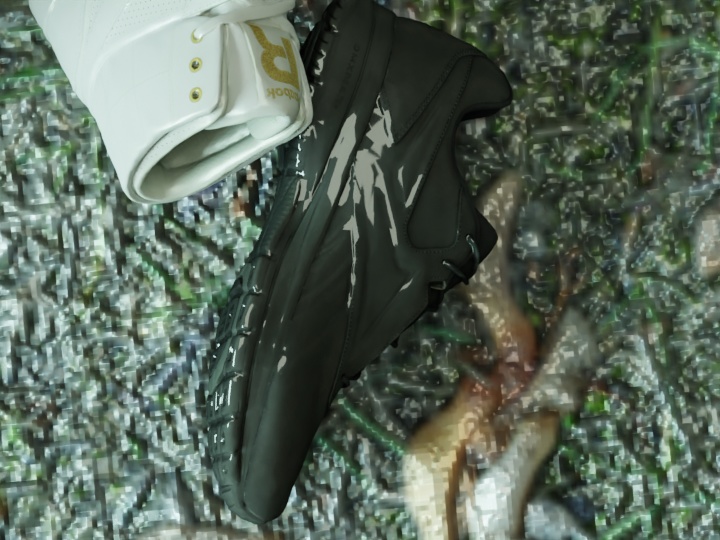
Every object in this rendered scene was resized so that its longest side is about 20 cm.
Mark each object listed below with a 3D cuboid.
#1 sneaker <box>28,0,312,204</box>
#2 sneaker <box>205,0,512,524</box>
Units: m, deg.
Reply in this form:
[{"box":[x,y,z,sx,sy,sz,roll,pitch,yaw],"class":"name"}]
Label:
[{"box":[-0.031,-0.109,0.866,0.200,0.073,0.116,-46,56,33],"class":"sneaker"},{"box":[0.000,0.000,0.914,0.090,0.076,0.201,18,89,-9],"class":"sneaker"}]
